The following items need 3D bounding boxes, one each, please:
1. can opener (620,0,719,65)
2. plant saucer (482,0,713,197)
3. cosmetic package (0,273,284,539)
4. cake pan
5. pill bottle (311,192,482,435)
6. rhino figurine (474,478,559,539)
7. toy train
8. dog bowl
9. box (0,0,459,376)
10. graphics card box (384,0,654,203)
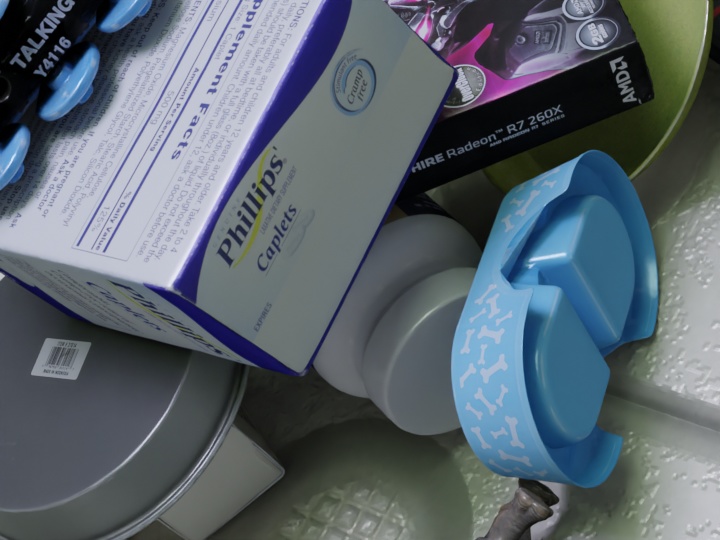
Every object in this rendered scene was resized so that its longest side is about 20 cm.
[{"bbox_3d":[0.209,-0.137,1.247,0.079,0.063,0.200,-50,47,10],"label":"can opener"},{"bbox_3d":[0.132,-0.130,1.263,0.200,0.031,0.200,-14,72,48],"label":"plant saucer"},{"bbox_3d":[-0.135,0.056,1.289,0.071,0.105,0.200,-40,46,3],"label":"cosmetic package"},{"bbox_3d":[-0.154,0.059,1.204,0.200,0.037,0.200,-17,52,23],"label":"cake pan"},{"bbox_3d":[0.000,0.000,1.240,0.116,0.116,0.200,-44,47,-4],"label":"pill bottle"},{"bbox_3d":[0.112,0.187,1.076,0.200,0.060,0.087,42,102,41],"label":"rhino figurine"},{"bbox_3d":[-0.180,-0.122,1.118,0.200,0.087,0.114,-52,30,2],"label":"toy train"},{"bbox_3d":[0.101,0.026,1.149,0.050,0.112,0.200,-10,39,32],"label":"dog bowl"},{"bbox_3d":[-0.083,-0.059,1.123,0.200,0.105,0.184,12,70,46],"label":"box"},{"bbox_3d":[0.047,-0.109,1.201,0.200,0.051,0.126,-21,46,4],"label":"graphics card box"}]
